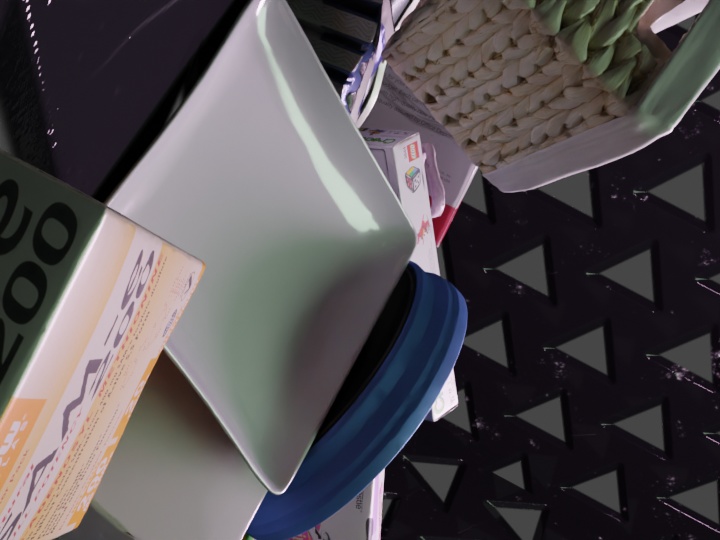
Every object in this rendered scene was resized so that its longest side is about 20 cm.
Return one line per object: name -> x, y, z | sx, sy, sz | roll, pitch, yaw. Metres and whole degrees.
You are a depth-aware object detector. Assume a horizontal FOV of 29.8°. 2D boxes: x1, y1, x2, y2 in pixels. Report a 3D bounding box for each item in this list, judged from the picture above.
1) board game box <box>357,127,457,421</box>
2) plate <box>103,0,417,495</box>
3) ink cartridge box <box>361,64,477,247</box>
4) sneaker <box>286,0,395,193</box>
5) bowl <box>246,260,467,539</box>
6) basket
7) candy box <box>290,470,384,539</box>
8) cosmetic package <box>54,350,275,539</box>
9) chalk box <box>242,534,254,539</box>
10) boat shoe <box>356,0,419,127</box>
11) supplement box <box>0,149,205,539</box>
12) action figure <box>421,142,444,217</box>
board game box -> 0.000, 0.000, 0.957 | 0.034, 0.125, 0.203 | -28, 116, -42
plate -> -0.056, -0.016, 0.733 | 0.201, 0.032, 0.201 | 58, 46, -36
ink cartridge box -> 0.052, -0.147, 1.192 | 0.202, 0.144, 0.084 | -65, 175, 31
sneaker -> -0.024, -0.115, 0.846 | 0.201, 0.080, 0.115 | -67, 173, 25
bowl -> -0.018, 0.075, 0.843 | 0.200, 0.039, 0.201 | -43, -163, 16
basket -> 0.114, -0.142, 0.751 | 0.136, 0.123, 0.200 | -50, -169, -15
candy box -> -0.082, 0.228, 1.160 | 0.072, 0.197, 0.171 | -53, 147, -75
cosmetic package -> -0.099, 0.080, 0.771 | 0.084, 0.108, 0.201 | -18, -149, 45
chalk box -> -0.139, 0.194, 1.046 | 0.202, 0.123, 0.124 | -66, 176, 20
boat shoe -> -0.012, -0.169, 0.964 | 0.061, 0.073, 0.201 | 7, 126, -40
supplement box -> -0.124, 0.030, 0.472 | 0.127, 0.073, 0.200 | -64, 176, -3
action figure -> 0.017, -0.035, 1.102 | 0.201, 0.147, 0.136 | 59, 22, -52
